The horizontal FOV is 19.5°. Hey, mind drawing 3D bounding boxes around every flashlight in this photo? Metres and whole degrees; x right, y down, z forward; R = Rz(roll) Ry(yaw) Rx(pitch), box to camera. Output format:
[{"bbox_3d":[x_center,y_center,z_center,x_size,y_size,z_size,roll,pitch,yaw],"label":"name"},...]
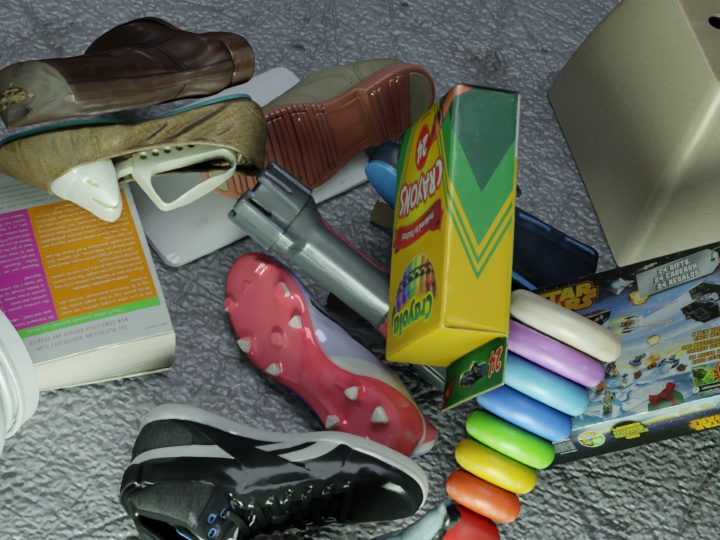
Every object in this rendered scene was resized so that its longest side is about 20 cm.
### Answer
[{"bbox_3d":[0.000,0.000,1.503,0.200,0.068,0.068,39,70,-4],"label":"flashlight"}]

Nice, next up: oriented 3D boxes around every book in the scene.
[{"bbox_3d":[-0.220,-0.010,1.498,0.133,0.048,0.200,-10,55,-14],"label":"book"}]

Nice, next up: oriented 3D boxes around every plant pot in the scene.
[{"bbox_3d":[0.290,-0.136,1.656,0.199,0.177,0.200,-4,54,-19],"label":"plant pot"}]

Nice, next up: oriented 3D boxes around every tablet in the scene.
[{"bbox_3d":[-0.100,-0.084,1.613,0.200,0.014,0.130,-26,62,-31],"label":"tablet"}]

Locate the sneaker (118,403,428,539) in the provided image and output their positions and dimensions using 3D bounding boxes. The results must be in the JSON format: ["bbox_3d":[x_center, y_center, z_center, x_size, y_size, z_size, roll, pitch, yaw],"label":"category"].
[{"bbox_3d":[-0.061,0.162,1.386,0.200,0.073,0.112,10,45,5],"label":"sneaker"}]

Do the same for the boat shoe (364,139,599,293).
[{"bbox_3d":[0.091,-0.042,1.564,0.200,0.084,0.069,37,77,-24],"label":"boat shoe"}]

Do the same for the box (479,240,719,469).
[{"bbox_3d":[0.181,0.062,1.481,0.200,0.040,0.137,-15,47,23],"label":"box"}]

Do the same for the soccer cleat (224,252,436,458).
[{"bbox_3d":[-0.024,0.064,1.493,0.200,0.067,0.076,46,18,31],"label":"soccer cleat"}]

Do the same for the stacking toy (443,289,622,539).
[{"bbox_3d":[0.099,0.118,1.419,0.085,0.085,0.200,26,91,6],"label":"stacking toy"}]

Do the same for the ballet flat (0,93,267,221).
[{"bbox_3d":[-0.159,-0.075,1.500,0.200,0.068,0.072,-10,71,-17],"label":"ballet flat"}]

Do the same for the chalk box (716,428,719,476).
[{"bbox_3d":[0.371,0.096,1.496,0.200,0.125,0.124,-3,10,-16],"label":"chalk box"}]

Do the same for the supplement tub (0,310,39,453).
[{"bbox_3d":[-0.316,0.100,1.319,0.145,0.145,0.200,39,53,16],"label":"supplement tub"}]

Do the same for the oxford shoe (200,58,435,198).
[{"bbox_3d":[-0.042,-0.110,1.613,0.200,0.071,0.074,-21,29,-24],"label":"oxford shoe"}]

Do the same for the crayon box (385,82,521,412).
[{"bbox_3d":[0.061,-0.013,1.422,0.051,0.127,0.200,7,75,-15],"label":"crayon box"}]

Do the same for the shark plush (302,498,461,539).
[{"bbox_3d":[-0.016,0.196,1.309,0.083,0.200,0.091,35,55,-28],"label":"shark plush"}]

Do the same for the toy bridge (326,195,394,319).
[{"bbox_3d":[0.042,-0.037,1.605,0.067,0.027,0.200,26,50,3],"label":"toy bridge"}]

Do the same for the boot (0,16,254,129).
[{"bbox_3d":[-0.205,-0.138,1.515,0.200,0.186,0.064,-20,103,-45],"label":"boot"}]
